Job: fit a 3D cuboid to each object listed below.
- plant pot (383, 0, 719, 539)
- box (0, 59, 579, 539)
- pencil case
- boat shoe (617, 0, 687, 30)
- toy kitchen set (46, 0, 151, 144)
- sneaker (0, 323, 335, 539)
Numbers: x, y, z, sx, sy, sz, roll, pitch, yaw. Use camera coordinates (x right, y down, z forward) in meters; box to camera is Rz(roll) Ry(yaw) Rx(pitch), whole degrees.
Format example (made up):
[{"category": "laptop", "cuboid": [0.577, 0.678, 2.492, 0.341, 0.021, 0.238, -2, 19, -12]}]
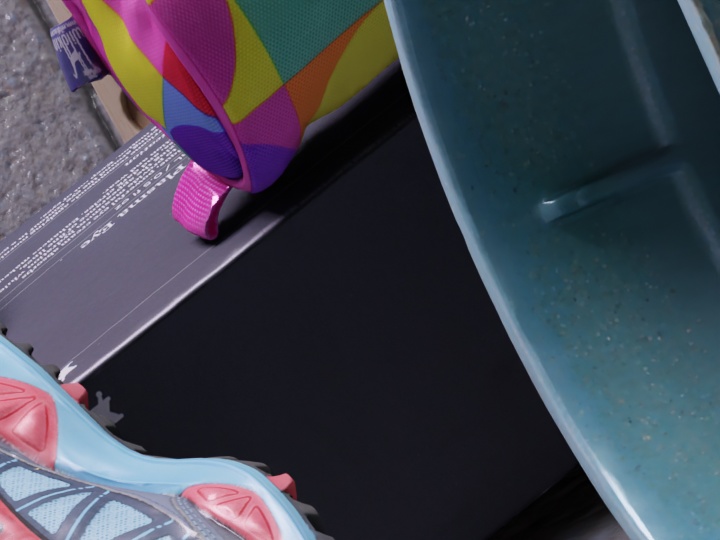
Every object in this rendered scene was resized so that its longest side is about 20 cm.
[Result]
[{"category": "plant pot", "cuboid": [0.127, -0.055, 0.562, 0.196, 0.201, 0.200, -24, 5, -11]}, {"category": "box", "cuboid": [0.000, 0.000, 0.797, 0.200, 0.104, 0.182, -39, 16, -6]}, {"category": "pencil case", "cuboid": [0.013, -0.102, 0.724, 0.200, 0.088, 0.088, -40, 9, -16]}, {"category": "boat shoe", "cuboid": [0.118, -0.097, 0.710, 0.201, 0.072, 0.060, -10, -41, -49]}, {"category": "toy kitchen set", "cuboid": [0.006, -0.073, 1.006, 0.200, 0.181, 0.163, -26, 8, 17]}, {"category": "sneaker", "cuboid": [-0.076, 0.079, 0.622, 0.095, 0.079, 0.200, -22, 30, -34]}]
